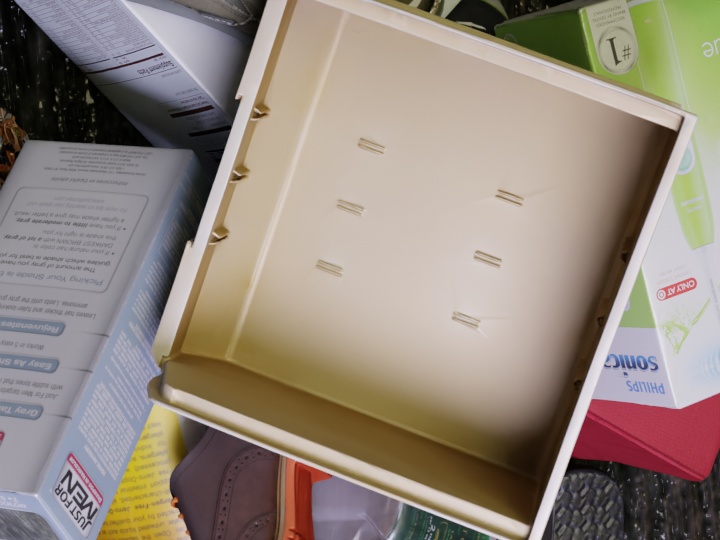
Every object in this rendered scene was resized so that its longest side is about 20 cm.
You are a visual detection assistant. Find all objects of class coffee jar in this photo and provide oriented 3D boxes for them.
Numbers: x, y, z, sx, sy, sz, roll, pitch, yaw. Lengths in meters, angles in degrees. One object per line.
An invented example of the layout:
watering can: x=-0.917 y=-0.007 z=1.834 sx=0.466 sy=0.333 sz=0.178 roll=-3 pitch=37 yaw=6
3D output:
coffee jar: x=0.035 y=0.127 z=1.167 sx=0.200 sy=0.085 sz=0.105 roll=33 pitch=58 yaw=-56

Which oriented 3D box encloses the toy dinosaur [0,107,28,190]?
toy dinosaur: x=-0.221 y=-0.007 z=1.073 sx=0.135 sy=0.201 sz=0.102 roll=29 pitch=123 yaw=-25

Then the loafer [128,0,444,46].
loafer: x=-0.045 y=-0.143 z=1.023 sx=0.199 sy=0.070 sz=0.076 roll=7 pitch=88 yaw=-23

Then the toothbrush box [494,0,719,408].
toothbrush box: x=0.169 y=-0.049 z=1.090 sx=0.145 sy=0.086 sz=0.201 roll=-18 pitch=99 yaw=-26

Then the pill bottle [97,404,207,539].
pill bottle: x=-0.095 y=0.109 z=1.137 sx=0.112 sy=0.113 sz=0.201 roll=-17 pitch=97 yaw=-24

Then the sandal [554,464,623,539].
sandal: x=0.122 y=0.212 z=1.272 sx=0.075 sy=0.045 sz=0.202 roll=1 pitch=94 yaw=-19

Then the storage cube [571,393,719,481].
storage cube: x=0.111 y=-0.001 z=1.203 sx=0.179 sy=0.171 sz=0.201 roll=29 pitch=77 yaw=-23

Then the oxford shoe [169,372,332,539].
oxford shoe: x=-0.058 y=0.131 z=1.049 sx=0.072 sy=0.071 sz=0.201 roll=6 pitch=66 yaw=10

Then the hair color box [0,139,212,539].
hair color box: x=-0.146 y=0.033 z=1.033 sx=0.061 sy=0.098 sz=0.201 roll=65 pitch=38 yaw=-47

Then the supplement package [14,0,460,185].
supplement package: x=-0.068 y=-0.177 z=1.131 sx=0.200 sy=0.147 sz=0.191 roll=47 pitch=73 yaw=-17

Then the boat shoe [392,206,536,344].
boat shoe: x=0.000 y=0.000 z=1.073 sx=0.074 sy=0.199 sz=0.067 roll=21 pitch=76 yaw=-54

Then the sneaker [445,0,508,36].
sneaker: x=0.016 y=-0.082 z=1.194 sx=0.072 sy=0.083 sz=0.200 roll=41 pitch=112 yaw=-19

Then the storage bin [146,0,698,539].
storage bin: x=0.023 y=-0.012 z=0.971 sx=0.197 sy=0.094 sz=0.201 roll=20 pitch=100 yaw=5
